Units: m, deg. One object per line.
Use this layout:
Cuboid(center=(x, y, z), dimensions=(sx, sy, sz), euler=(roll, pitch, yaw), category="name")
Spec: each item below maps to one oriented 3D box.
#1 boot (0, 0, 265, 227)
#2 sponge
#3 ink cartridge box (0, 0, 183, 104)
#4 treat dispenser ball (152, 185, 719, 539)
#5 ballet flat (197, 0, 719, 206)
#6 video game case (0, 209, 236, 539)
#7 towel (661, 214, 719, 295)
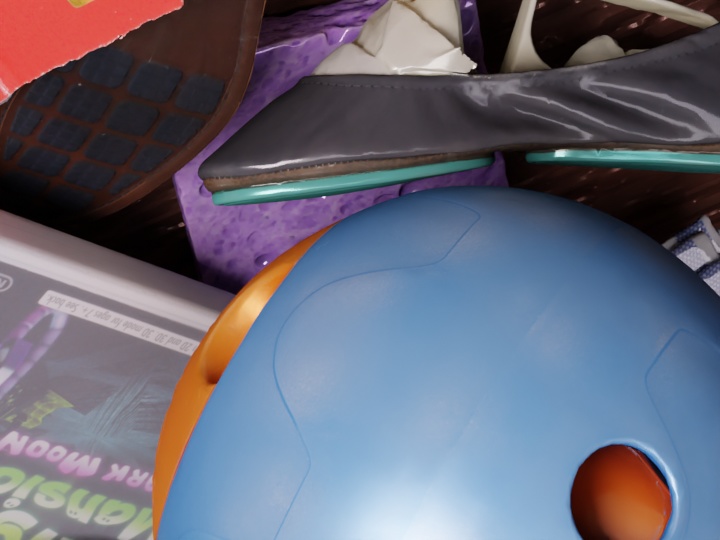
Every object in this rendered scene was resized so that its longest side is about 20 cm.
Cuboid(center=(-0.067, -0.102, 0.908), dimensions=(0.074, 0.097, 0.200), euler=(15, 137, -24), category="boot")
Cuboid(center=(0.000, 0.000, 1.003), dimensions=(0.111, 0.030, 0.201), euler=(-16, 121, -5), category="sponge")
Cuboid(center=(-0.177, -0.088, 0.844), dimensions=(0.199, 0.050, 0.161), euler=(-22, 119, 31), category="ink cartridge box")
Cuboid(center=(0.036, 0.075, 0.893), dimensions=(0.200, 0.201, 0.202), euler=(-6, 121, -10), category="treat dispenser ball")
Cuboid(center=(0.045, -0.059, 0.931), dimensions=(0.199, 0.073, 0.073), euler=(-4, 121, -11), category="ballet flat")
Cuboid(center=(-0.130, 0.063, 0.944), dimensions=(0.200, 0.023, 0.182), euler=(21, 119, -45), category="video game case")
Cuboid(center=(0.070, 0.090, 1.009), dimensions=(0.199, 0.024, 0.147), euler=(-29, 96, 0), category="towel")
